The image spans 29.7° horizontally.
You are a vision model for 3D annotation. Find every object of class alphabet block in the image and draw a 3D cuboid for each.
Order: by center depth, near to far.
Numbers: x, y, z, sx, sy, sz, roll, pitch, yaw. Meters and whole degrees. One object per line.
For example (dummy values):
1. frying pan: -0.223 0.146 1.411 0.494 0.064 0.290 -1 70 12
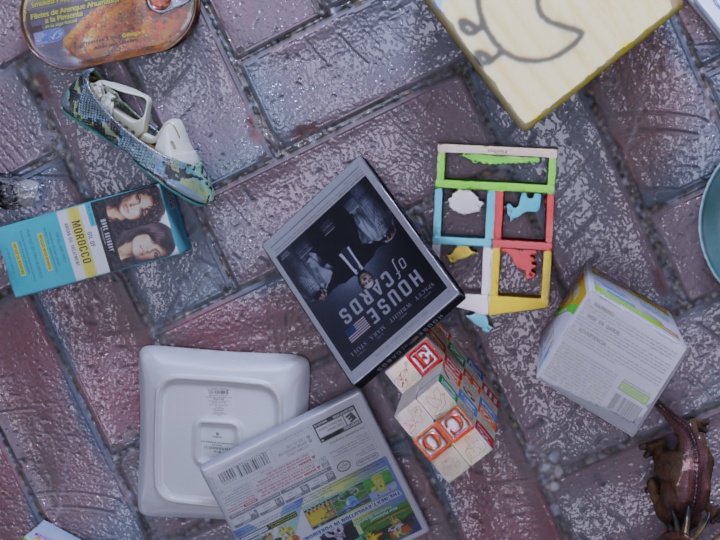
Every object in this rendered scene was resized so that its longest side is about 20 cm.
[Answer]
1. alphabet block: 0.174 -0.276 1.325 0.195 0.196 0.200 -38 93 13

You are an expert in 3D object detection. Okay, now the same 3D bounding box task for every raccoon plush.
1. raccoon plush: -0.458 -0.044 1.496 0.198 0.097 0.135 13 108 13

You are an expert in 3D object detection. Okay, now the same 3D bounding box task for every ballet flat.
1. ballet flat: -0.230 -0.148 1.461 0.199 0.074 0.075 34 102 0

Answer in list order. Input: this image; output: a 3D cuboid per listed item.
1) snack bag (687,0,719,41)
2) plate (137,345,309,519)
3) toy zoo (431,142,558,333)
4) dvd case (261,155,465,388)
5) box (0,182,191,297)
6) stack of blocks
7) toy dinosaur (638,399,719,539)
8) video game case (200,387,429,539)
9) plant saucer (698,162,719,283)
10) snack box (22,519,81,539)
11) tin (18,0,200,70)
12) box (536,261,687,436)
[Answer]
1. snack bag: 0.403 -0.346 1.370 0.200 0.021 0.189 -40 93 12
2. plate: -0.158 0.190 1.527 0.197 0.032 0.202 3 100 8
3. toy zoo: 0.141 -0.033 1.456 0.130 0.020 0.202 3 100 7
4. dvd case: 0.000 0.000 1.433 0.150 0.025 0.201 -41 62 12
5. box: -0.295 -0.035 1.500 0.198 0.049 0.083 -15 97 10
6. stack of blocks: 0.083 0.128 1.398 0.058 0.200 0.115 -39 93 12
7. toy dinosaur: 0.340 0.227 1.412 0.085 0.136 0.202 -6 98 8
8. video game case: -0.050 0.252 1.504 0.199 0.022 0.184 -26 101 2
9. plant saucer: 0.449 -0.052 1.404 0.198 0.036 0.202 1 100 8
10. snack box: -0.345 0.419 1.571 0.168 0.068 0.201 26 100 3
11. tin: -0.269 -0.282 1.464 0.198 0.042 0.113 -9 102 9
12. box: 0.249 0.073 1.367 0.112 0.200 0.102 31 101 4
